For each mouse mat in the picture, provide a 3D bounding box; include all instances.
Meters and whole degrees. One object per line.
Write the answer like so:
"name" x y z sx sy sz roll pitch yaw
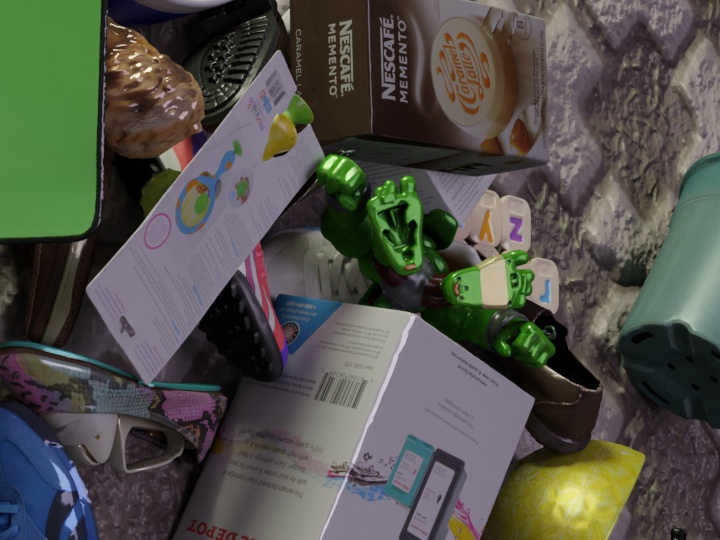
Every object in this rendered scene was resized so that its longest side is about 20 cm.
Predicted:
"mouse mat" -0.229 -0.113 1.041 0.008 0.161 0.201 36 54 -76

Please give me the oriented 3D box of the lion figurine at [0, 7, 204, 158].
"lion figurine" -0.183 -0.153 1.074 0.072 0.122 0.200 28 38 -81

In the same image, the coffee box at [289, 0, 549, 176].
"coffee box" 0.046 -0.136 1.251 0.200 0.080 0.115 3 83 -46

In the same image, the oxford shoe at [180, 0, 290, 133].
"oxford shoe" -0.076 -0.135 1.208 0.200 0.073 0.085 -76 146 -61

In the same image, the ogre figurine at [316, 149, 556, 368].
"ogre figurine" 0.039 -0.004 1.214 0.200 0.120 0.098 21 80 -16

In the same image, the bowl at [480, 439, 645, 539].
"bowl" 0.134 0.210 1.374 0.108 0.200 0.200 28 54 8

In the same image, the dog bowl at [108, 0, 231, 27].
"dog bowl" -0.150 -0.272 1.192 0.200 0.079 0.201 10 76 -45

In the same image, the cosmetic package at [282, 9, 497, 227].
"cosmetic package" 0.025 -0.137 1.350 0.200 0.085 0.108 57 48 -22

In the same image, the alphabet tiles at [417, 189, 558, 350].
"alphabet tiles" 0.101 0.027 1.453 0.200 0.015 0.196 12 75 -45

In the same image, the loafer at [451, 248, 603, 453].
"loafer" 0.132 0.049 1.362 0.073 0.071 0.200 -7 51 -45

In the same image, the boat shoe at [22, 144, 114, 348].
"boat shoe" -0.203 -0.052 1.121 0.075 0.075 0.203 12 75 -9

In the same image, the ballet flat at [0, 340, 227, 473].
"ballet flat" -0.160 0.096 1.125 0.200 0.069 0.071 20 72 -53

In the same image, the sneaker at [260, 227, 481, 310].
"sneaker" 0.000 0.000 1.300 0.200 0.081 0.077 -7 90 -38

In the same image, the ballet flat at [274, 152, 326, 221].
"ballet flat" -0.072 -0.058 1.259 0.200 0.046 0.067 -36 111 -40

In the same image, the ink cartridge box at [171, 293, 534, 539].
"ink cartridge box" -0.006 0.142 1.202 0.146 0.147 0.200 35 72 -38

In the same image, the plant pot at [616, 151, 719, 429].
"plant pot" 0.345 0.028 1.596 0.200 0.200 0.196 51 59 -28

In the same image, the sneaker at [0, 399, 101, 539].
"sneaker" -0.206 0.182 1.071 0.078 0.066 0.201 -23 100 -42

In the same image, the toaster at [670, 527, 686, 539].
"toaster" 0.227 0.324 1.449 0.200 0.113 0.129 -57 148 -36

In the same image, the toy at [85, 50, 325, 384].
"toy" -0.106 -0.039 1.097 0.200 0.047 0.115 -50 148 -19

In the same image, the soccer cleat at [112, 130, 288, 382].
"soccer cleat" -0.093 -0.021 1.179 0.073 0.068 0.200 -30 91 -38
